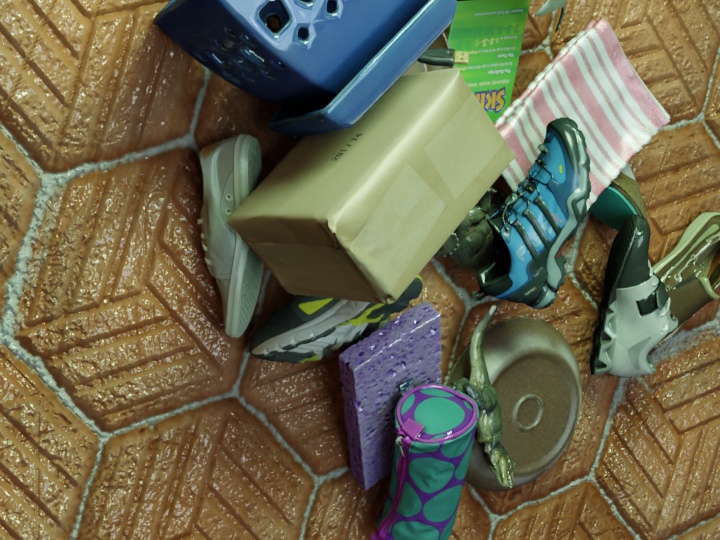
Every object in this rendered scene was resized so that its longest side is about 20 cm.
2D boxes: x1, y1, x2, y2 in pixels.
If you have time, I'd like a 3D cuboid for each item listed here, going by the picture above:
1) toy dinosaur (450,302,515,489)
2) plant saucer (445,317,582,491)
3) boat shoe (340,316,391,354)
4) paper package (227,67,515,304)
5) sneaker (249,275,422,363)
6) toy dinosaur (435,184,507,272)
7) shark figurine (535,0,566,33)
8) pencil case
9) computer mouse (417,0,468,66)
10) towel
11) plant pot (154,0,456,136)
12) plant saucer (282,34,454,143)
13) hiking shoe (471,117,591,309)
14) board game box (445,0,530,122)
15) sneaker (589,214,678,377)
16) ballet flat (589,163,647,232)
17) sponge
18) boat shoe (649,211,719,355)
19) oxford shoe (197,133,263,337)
[{"bbox_3d":[0.121,0.142,1.623,0.088,0.047,0.203,-20,109,-41],"label":"toy dinosaur"},{"bbox_3d":[0.179,0.155,1.709,0.198,0.037,0.203,-8,104,-31],"label":"plant saucer"},{"bbox_3d":[0.000,0.000,1.541,0.064,0.072,0.203,10,95,-24],"label":"boat shoe"},{"bbox_3d":[0.008,-0.076,1.381,0.200,0.190,0.104,-49,117,-22],"label":"paper package"},{"bbox_3d":[-0.029,0.025,1.491,0.074,0.199,0.086,20,47,-56],"label":"sneaker"},{"bbox_3d":[0.121,-0.041,1.616,0.199,0.077,0.103,26,103,-44],"label":"toy dinosaur"},{"bbox_3d":[0.154,-0.352,1.538,0.214,0.090,0.128,40,91,-4],"label":"shark figurine"},{"bbox_3d":[0.064,0.207,1.571,0.092,0.085,0.202,-19,138,-25],"label":"pencil case"},{"bbox_3d":[0.113,-0.269,1.473,0.197,0.046,0.143,-1,90,-2],"label":"computer mouse"},{"bbox_3d":[0.227,-0.146,1.607,0.200,0.030,0.147,-46,114,-15],"label":"towel"},{"bbox_3d":[-0.040,-0.235,1.355,0.200,0.200,0.180,-46,105,-14],"label":"plant pot"},{"bbox_3d":[0.003,-0.183,1.504,0.198,0.034,0.203,-2,95,-30],"label":"plant saucer"},{"bbox_3d":[0.175,-0.057,1.548,0.086,0.074,0.203,5,106,-21],"label":"hiking shoe"},{"bbox_3d":[0.122,-0.228,1.587,0.095,0.030,0.203,7,94,-32],"label":"board game box"},{"bbox_3d":[0.315,0.030,1.713,0.087,0.074,0.202,7,121,2],"label":"sneaker"},{"bbox_3d":[0.255,-0.114,1.686,0.199,0.067,0.073,31,66,-30],"label":"ballet flat"},{"bbox_3d":[0.034,0.130,1.564,0.111,0.030,0.201,-31,142,-23],"label":"sponge"},{"bbox_3d":[0.379,0.017,1.780,0.075,0.075,0.203,41,78,-32],"label":"boat shoe"},{"bbox_3d":[-0.126,-0.034,1.460,0.057,0.075,0.203,4,112,10],"label":"oxford shoe"}]
